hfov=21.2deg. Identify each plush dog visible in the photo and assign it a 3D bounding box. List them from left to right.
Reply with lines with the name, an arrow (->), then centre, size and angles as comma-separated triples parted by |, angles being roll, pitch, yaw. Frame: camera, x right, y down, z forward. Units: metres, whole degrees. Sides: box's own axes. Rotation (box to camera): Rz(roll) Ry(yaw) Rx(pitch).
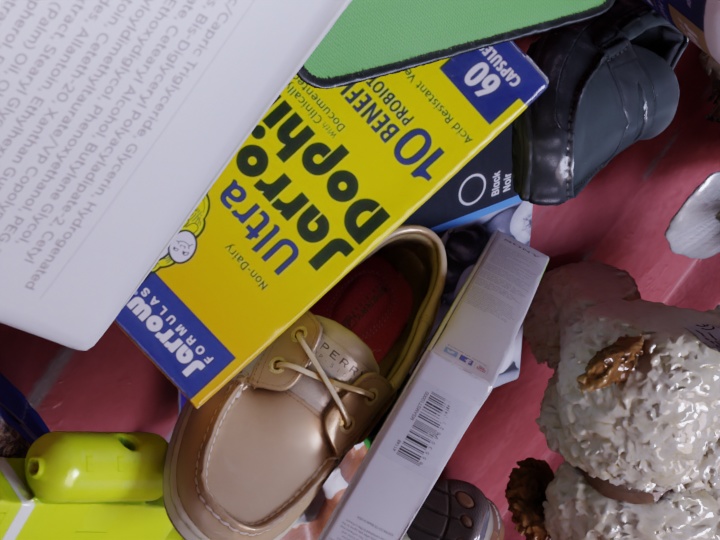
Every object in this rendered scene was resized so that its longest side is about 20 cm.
plush dog -> 0.163, 0.103, 1.082 | 0.160, 0.200, 0.172 | -33, 128, -57

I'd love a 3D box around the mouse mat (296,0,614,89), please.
mouse mat -> 0.018, -0.183, 0.757 | 0.161, 0.008, 0.200 | -18, 97, -28

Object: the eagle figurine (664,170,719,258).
eagle figurine -> 0.264, -0.066, 1.070 | 0.152, 0.200, 0.151 | -29, 125, 36

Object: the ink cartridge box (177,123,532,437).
ink cartridge box -> 0.000, 0.000, 0.985 | 0.200, 0.043, 0.198 | -19, 130, -27

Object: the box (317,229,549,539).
box -> 0.030, 0.071, 0.913 | 0.144, 0.036, 0.200 | -61, 176, 20

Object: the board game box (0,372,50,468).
board game box -> -0.240, 0.115, 0.855 | 0.200, 0.097, 0.159 | -39, 144, -4

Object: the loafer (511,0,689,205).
loafer -> 0.117, -0.087, 0.920 | 0.201, 0.070, 0.068 | -58, 153, -58

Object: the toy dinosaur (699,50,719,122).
toy dinosaur -> 0.208, -0.148, 1.052 | 0.101, 0.058, 0.200 | -49, 154, -16

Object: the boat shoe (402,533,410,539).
boat shoe -> -0.053, 0.212, 1.158 | 0.200, 0.062, 0.072 | -41, 144, 1

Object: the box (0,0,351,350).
box -> -0.128, -0.123, 0.613 | 0.171, 0.199, 0.200 | 25, 109, -42

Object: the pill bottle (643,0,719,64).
pill bottle -> 0.185, -0.156, 0.883 | 0.120, 0.200, 0.120 | -24, 140, -22

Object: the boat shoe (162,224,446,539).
boat shoe -> -0.020, 0.044, 0.858 | 0.069, 0.074, 0.200 | -44, -170, 45

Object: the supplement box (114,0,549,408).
supplement box -> -0.034, -0.054, 0.827 | 0.200, 0.109, 0.110 | -43, -172, 1

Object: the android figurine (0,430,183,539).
android figurine -> -0.156, 0.140, 0.843 | 0.200, 0.041, 0.182 | 11, 119, -50

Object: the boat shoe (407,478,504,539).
boat shoe -> 0.022, 0.222, 1.231 | 0.200, 0.076, 0.072 | -45, 146, 8

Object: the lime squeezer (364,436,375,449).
lime squeezer -> -0.013, 0.095, 1.097 | 0.071, 0.038, 0.200 | -9, 134, -37

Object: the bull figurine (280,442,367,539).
bull figurine -> -0.076, 0.143, 1.054 | 0.200, 0.065, 0.121 | -12, 133, -23
